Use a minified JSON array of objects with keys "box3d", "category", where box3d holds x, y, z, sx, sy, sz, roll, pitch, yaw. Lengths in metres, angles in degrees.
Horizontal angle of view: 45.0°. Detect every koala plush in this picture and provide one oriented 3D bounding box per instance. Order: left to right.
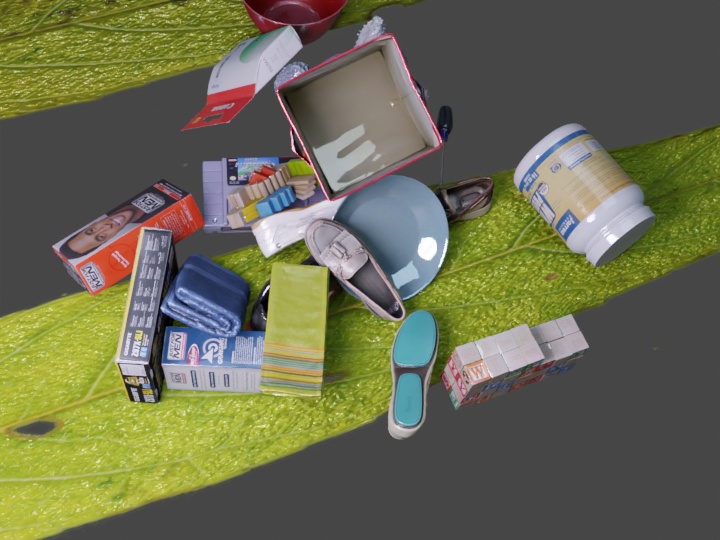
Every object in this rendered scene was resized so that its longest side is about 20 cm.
[{"box3d":[0.002,-0.303,1.398,0.178,0.200,0.184,56,44,-6],"category":"koala plush"}]

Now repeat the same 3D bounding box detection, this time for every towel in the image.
[{"box3d":[-0.212,0.037,1.226,0.111,0.200,0.049,28,100,-10],"category":"towel"},{"box3d":[-0.088,0.079,1.197,0.086,0.018,0.201,7,60,-8],"category":"towel"}]

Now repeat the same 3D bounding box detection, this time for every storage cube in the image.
[{"box3d":[-0.005,-0.215,1.241,0.199,0.180,0.172,-26,98,2],"category":"storage cube"}]

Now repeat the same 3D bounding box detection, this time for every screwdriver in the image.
[{"box3d":[0.137,-0.206,1.464,0.028,0.029,0.201,35,47,-28],"category":"screwdriver"}]

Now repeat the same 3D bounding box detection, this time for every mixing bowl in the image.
[{"box3d":[-0.120,-0.475,1.545,0.199,0.109,0.201,3,63,-6],"category":"mixing bowl"}]

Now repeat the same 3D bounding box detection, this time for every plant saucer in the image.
[{"box3d":[0.038,-0.049,1.335,0.200,0.039,0.202,-5,105,-18],"category":"plant saucer"}]

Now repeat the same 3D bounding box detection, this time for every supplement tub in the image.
[{"box3d":[0.359,-0.120,1.394,0.144,0.145,0.200,-30,69,-20],"category":"supplement tub"}]

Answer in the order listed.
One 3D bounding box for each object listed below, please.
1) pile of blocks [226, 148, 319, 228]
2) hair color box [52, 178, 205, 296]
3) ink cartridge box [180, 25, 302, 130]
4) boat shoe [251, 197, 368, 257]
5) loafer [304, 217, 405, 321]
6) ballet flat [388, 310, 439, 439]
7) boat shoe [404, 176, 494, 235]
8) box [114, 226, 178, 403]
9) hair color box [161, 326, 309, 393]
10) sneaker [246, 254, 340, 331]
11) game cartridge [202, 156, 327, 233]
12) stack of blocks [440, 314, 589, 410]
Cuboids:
[{"box3d":[-0.122,-0.138,1.337,0.200,0.062,0.082,-34,28,-21],"category":"pile of blocks"},{"box3d":[-0.346,-0.053,1.300,0.200,0.061,0.101,-37,37,-22],"category":"hair color box"},{"box3d":[-0.206,-0.316,1.431,0.200,0.161,0.050,-49,120,-26],"category":"ink cartridge box"},{"box3d":[-0.065,-0.068,1.337,0.199,0.071,0.070,-18,87,-15],"category":"boat shoe"},{"box3d":[0.000,0.000,1.277,0.072,0.063,0.200,-46,114,-4],"category":"loafer"},{"box3d":[0.074,0.154,1.264,0.069,0.070,0.201,14,56,1],"category":"ballet flat"},{"box3d":[0.128,-0.103,1.399,0.199,0.072,0.072,-19,66,-15],"category":"boat shoe"},{"box3d":[-0.293,0.065,1.212,0.049,0.160,0.201,5,63,-3],"category":"box"},{"box3d":[-0.174,0.128,1.226,0.199,0.100,0.061,3,61,-6],"category":"hair color box"},{"box3d":[-0.090,0.027,1.291,0.071,0.098,0.200,37,63,15],"category":"sneaker"},{"box3d":[-0.154,-0.124,1.400,0.199,0.038,0.130,-2,67,-8],"category":"game cartridge"},{"box3d":[0.227,0.129,1.265,0.199,0.115,0.059,-17,66,-15],"category":"stack of blocks"}]
